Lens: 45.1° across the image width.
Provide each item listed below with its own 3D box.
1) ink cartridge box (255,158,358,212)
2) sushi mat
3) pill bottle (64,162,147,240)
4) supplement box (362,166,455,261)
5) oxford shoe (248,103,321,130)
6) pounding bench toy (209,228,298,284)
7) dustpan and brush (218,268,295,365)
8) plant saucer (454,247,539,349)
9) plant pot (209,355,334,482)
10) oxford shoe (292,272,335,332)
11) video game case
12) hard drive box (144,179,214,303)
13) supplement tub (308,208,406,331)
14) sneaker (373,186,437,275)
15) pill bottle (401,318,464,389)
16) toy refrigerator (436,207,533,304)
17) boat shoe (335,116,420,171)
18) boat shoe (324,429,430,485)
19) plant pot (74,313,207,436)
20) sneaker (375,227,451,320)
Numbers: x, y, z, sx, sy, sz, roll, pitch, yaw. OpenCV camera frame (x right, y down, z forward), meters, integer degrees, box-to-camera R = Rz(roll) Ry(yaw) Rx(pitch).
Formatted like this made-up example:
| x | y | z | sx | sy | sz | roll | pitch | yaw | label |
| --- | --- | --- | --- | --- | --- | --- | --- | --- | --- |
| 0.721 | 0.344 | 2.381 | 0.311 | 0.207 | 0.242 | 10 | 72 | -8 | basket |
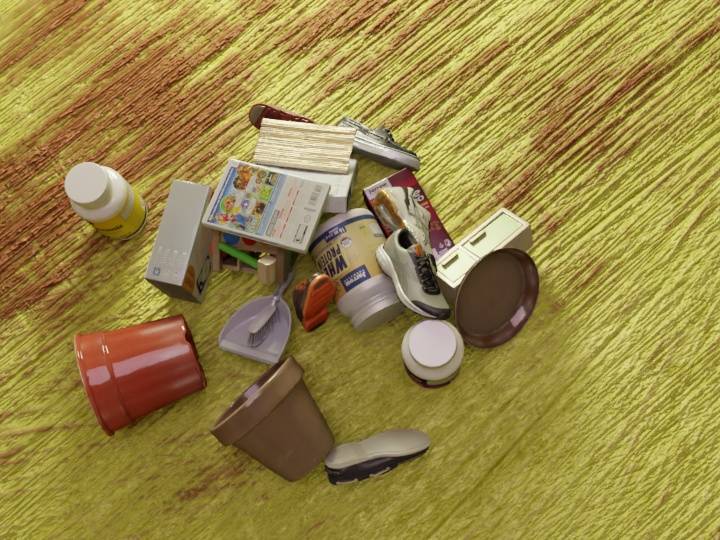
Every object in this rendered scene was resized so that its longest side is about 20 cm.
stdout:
| x | y | z | sx | sy | sz | roll | pitch | yaw | label |
| --- | --- | --- | --- | --- | --- | --- | --- | --- | --- |
| -0.113 | -0.170 | 1.681 | 0.200 | 0.200 | 0.041 | 4 | 119 | 6 | ink cartridge box |
| -0.111 | -0.245 | 1.697 | 0.200 | 0.012 | 0.096 | 8 | 80 | 13 | sushi mat |
| -0.496 | -0.137 | 1.685 | 0.111 | 0.200 | 0.112 | -1 | 75 | 5 | pill bottle |
| 0.096 | -0.090 | 1.697 | 0.109 | 0.061 | 0.200 | -28 | 74 | -4 | supplement box |
| -0.125 | -0.289 | 1.758 | 0.200 | 0.075 | 0.071 | 30 | 110 | 7 | oxford shoe |
| -0.212 | -0.052 | 1.625 | 0.156 | 0.200 | 0.124 | 9 | 118 | 7 | pounding bench toy |
| -0.174 | 0.078 | 1.671 | 0.139 | 0.057 | 0.200 | 14 | 47 | 23 | dustpan and brush |
| 0.247 | 0.049 | 1.606 | 0.200 | 0.200 | 0.032 | -50 | 36 | -8 | plant saucer |
| -0.143 | 0.282 | 1.571 | 0.200 | 0.200 | 0.175 | -43 | 95 | -7 | plant pot |
| -0.098 | 0.048 | 1.606 | 0.071 | 0.200 | 0.073 | -32 | 72 | -23 | oxford shoe |
| -0.169 | -0.119 | 1.570 | 0.200 | 0.018 | 0.143 | 15 | 67 | 10 | video game case |
| -0.333 | -0.053 | 1.673 | 0.077 | 0.156 | 0.200 | 11 | 77 | 7 | hard drive box |
| 0.000 | 0.000 | 1.638 | 0.144 | 0.144 | 0.200 | -27 | 75 | -3 | supplement tub |
| 0.106 | -0.076 | 1.616 | 0.088 | 0.076 | 0.200 | -15 | 71 | -33 | sneaker |
| 0.130 | 0.148 | 1.560 | 0.111 | 0.200 | 0.112 | -1 | 75 | 4 | pill bottle |
| 0.228 | -0.028 | 1.638 | 0.200 | 0.070 | 0.076 | -38 | 50 | -15 | toy refrigerator |
| 0.035 | -0.260 | 1.740 | 0.200 | 0.072 | 0.071 | 23 | 83 | 12 | boat shoe |
| 0.033 | 0.345 | 1.588 | 0.200 | 0.074 | 0.060 | -13 | 116 | -15 | boat shoe |
| -0.400 | 0.181 | 1.609 | 0.195 | 0.201 | 0.201 | -18 | 74 | -9 | plant pot |
| 0.097 | 0.007 | 1.514 | 0.079 | 0.074 | 0.200 | -56 | 51 | 31 | sneaker |
